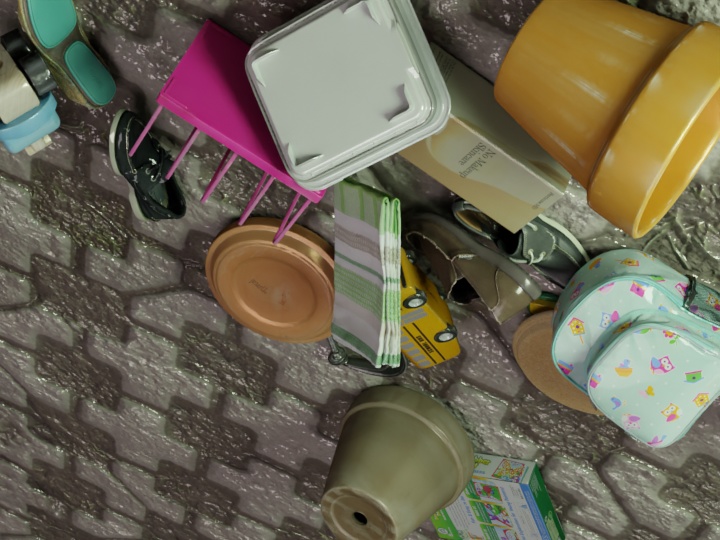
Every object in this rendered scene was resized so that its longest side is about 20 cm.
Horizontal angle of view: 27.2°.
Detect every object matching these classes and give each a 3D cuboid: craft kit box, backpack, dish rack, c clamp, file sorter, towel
[{"bbox_3d":[0.183,0.338,2.174,0.197,0.049,0.200,3,140,26],"label":"craft kit box"},{"bbox_3d":[0.308,0.081,1.632,0.200,0.153,0.176,35,120,-2],"label":"backpack"},{"bbox_3d":[-0.023,-0.186,1.490,0.200,0.044,0.172,-24,86,28],"label":"dish rack"},{"bbox_3d":[-0.024,0.074,1.976,0.171,0.027,0.200,0,137,25],"label":"c clamp"},{"bbox_3d":[-0.131,-0.143,1.630,0.200,0.139,0.125,32,136,-9],"label":"file sorter"},{"bbox_3d":[0.000,0.000,1.705,0.149,0.031,0.200,26,121,58],"label":"towel"}]

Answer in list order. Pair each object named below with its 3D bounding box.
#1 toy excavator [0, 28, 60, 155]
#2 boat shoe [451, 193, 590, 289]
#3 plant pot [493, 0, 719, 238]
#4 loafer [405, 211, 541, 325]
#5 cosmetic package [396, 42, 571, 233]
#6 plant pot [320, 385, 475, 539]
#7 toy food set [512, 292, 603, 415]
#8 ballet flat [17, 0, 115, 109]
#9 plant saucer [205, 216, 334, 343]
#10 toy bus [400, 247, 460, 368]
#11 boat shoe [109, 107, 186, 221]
[{"bbox_3d":[-0.405,-0.185,1.762,0.194,0.100,0.200,47,165,45],"label":"toy excavator"},{"bbox_3d":[0.179,-0.033,1.658,0.200,0.068,0.072,40,139,-23],"label":"boat shoe"},{"bbox_3d":[0.230,-0.161,1.360,0.183,0.200,0.200,34,149,16],"label":"plant pot"},{"bbox_3d":[0.112,-0.003,1.680,0.200,0.071,0.073,33,172,45],"label":"loafer"},{"bbox_3d":[0.118,-0.136,1.554,0.200,0.071,0.105,33,145,-10],"label":"cosmetic package"},{"bbox_3d":[0.034,0.287,2.045,0.200,0.174,0.200,16,128,21],"label":"plant pot"},{"bbox_3d":[0.280,0.105,1.792,0.200,0.049,0.198,14,144,19],"label":"toy food set"},{"bbox_3d":[-0.348,-0.266,1.698,0.071,0.071,0.200,3,140,30],"label":"ballet flat"},{"bbox_3d":[-0.107,0.019,1.910,0.200,0.032,0.201,12,132,13],"label":"plant saucer"},{"bbox_3d":[0.061,0.047,1.788,0.078,0.065,0.200,-22,149,14],"label":"toy bus"},{"bbox_3d":[-0.254,-0.123,1.815,0.066,0.075,0.200,13,145,14],"label":"boat shoe"}]
